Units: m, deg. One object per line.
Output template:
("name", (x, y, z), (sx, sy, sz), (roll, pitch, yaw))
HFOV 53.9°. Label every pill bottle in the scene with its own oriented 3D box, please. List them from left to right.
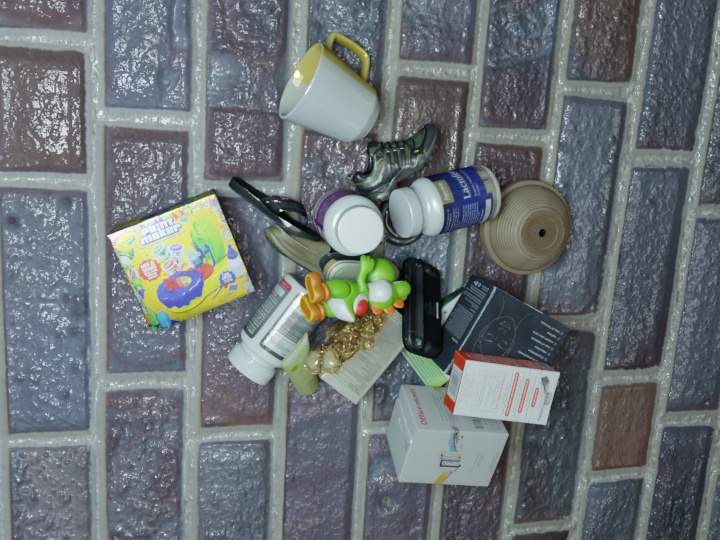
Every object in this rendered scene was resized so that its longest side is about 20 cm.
("pill bottle", (-0.159, 0.114, 1.374), (0.114, 0.114, 0.200), (38, 92, -17))
("pill bottle", (-0.021, -0.088, 1.316), (0.112, 0.200, 0.113), (-2, 102, -12))
("pill bottle", (0.163, -0.131, 1.376), (0.199, 0.116, 0.116), (-16, 105, -22))

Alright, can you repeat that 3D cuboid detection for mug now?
("mug", (-0.039, -0.327, 1.295), (0.153, 0.149, 0.187), (26, 102, -25))

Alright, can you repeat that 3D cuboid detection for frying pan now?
("frying pan", (0.050, -0.092, 1.425), (0.189, 0.031, 0.115), (-20, 104, -11))

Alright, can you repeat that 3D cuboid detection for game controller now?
("game controller", (0.124, 0.074, 1.414), (0.104, 0.042, 0.201), (28, 56, -45))

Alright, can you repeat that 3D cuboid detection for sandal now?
("sandal", (-0.154, -0.122, 1.326), (0.200, 0.075, 0.048), (35, 102, -5))

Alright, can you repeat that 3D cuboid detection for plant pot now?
("plant pot", (0.356, -0.084, 1.462), (0.200, 0.093, 0.202), (-3, 103, -13))

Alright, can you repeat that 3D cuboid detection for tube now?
("tube", (-0.116, 0.188, 1.365), (0.052, 0.200, 0.058), (-4, 61, 1))

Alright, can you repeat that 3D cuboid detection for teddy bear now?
("teddy bear", (-0.019, 0.127, 1.318), (0.145, 0.200, 0.067), (-28, 106, 39))

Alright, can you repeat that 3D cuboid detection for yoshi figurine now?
("yoshi figurine", (-0.010, 0.028, 1.276), (0.199, 0.112, 0.113), (-5, 95, -25))

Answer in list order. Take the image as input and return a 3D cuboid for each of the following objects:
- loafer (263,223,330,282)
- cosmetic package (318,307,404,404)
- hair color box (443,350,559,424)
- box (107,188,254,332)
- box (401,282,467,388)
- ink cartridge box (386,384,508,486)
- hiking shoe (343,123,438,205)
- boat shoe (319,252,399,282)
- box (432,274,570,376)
("loafer", (-0.101, -0.037, 1.379), (0.200, 0.076, 0.068), (37, 84, -30))
("cosmetic package", (0.009, 0.154, 1.435), (0.103, 0.087, 0.200), (41, 90, -19))
("hair color box", (0.271, 0.226, 1.363), (0.199, 0.064, 0.111), (10, 100, -14))
("box", (-0.325, -0.023, 1.302), (0.199, 0.122, 0.193), (-23, 105, -7))
("box", (0.186, 0.143, 1.502), (0.200, 0.036, 0.145), (-37, 108, -4))
("ink cartridge box", (0.173, 0.341, 1.468), (0.199, 0.147, 0.145), (7, 117, -14))
("hiking shoe", (0.064, -0.222, 1.372), (0.200, 0.076, 0.101), (-46, 111, 1))
("boat shoe", (0.000, 0.000, 1.367), (0.199, 0.062, 0.075), (6, 118, -46))
("box", (0.278, 0.146, 1.441), (0.199, 0.124, 0.197), (28, 94, -18))
